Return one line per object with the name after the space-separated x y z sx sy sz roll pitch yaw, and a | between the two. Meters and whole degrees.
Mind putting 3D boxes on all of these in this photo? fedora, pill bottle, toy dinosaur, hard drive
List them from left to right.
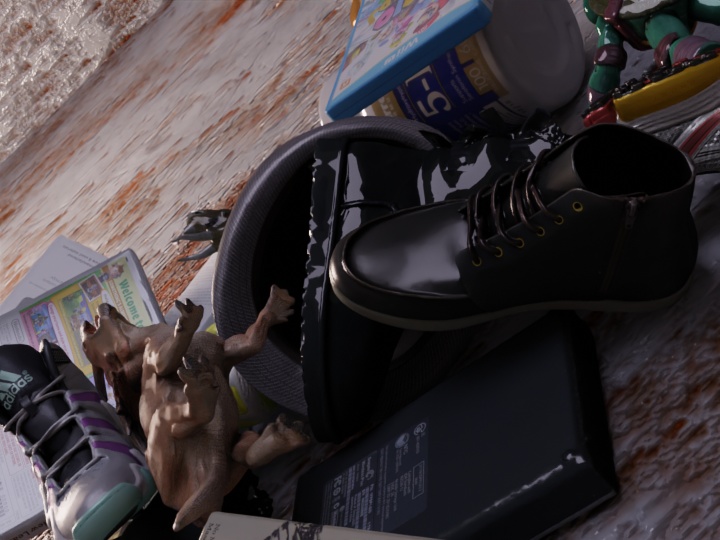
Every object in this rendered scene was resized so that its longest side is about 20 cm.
-0.099 0.088 0.763 0.136 0.085 0.201 -50 35 31 | toy dinosaur
-0.039 -0.048 0.985 0.199 0.077 0.103 -16 35 43 | toy dinosaur
0.000 0.000 0.887 0.090 0.175 0.202 45 -116 -80 | fedora
0.043 0.114 0.724 0.199 0.033 0.140 -36 23 22 | hard drive
0.064 -0.150 1.048 0.199 0.120 0.120 -23 29 44 | pill bottle

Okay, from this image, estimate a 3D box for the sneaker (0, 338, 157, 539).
-0.199 0.096 0.841 0.078 0.140 0.200 -42 13 -8 | sneaker

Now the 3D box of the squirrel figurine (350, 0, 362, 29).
0.071 -0.294 1.287 0.200 0.141 0.186 -49 28 -5 | squirrel figurine

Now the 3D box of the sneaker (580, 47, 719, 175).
0.225 -0.090 0.729 0.198 0.083 0.078 -21 7 17 | sneaker

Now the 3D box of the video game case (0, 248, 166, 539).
-0.223 0.093 1.020 0.181 0.022 0.201 -28 49 -4 | video game case

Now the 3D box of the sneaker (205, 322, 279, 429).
-0.097 0.059 0.958 0.104 0.076 0.200 -19 11 15 | sneaker

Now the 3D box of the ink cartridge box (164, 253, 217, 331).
-0.087 -0.008 1.122 0.200 0.057 0.162 -51 14 -14 | ink cartridge box

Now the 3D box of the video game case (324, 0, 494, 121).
0.047 -0.202 0.986 0.142 0.018 0.201 -30 29 33 | video game case

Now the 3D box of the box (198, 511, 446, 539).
-0.002 0.165 0.613 0.199 0.068 0.083 -7 53 46 | box

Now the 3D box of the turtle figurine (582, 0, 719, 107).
0.194 -0.154 0.864 0.150 0.101 0.200 -45 27 -2 | turtle figurine

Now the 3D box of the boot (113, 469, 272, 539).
-0.132 0.202 0.816 0.162 0.074 0.199 -34 22 15 | boot

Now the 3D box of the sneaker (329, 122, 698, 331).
0.075 -0.028 0.701 0.198 0.107 0.075 -5 57 8 | sneaker

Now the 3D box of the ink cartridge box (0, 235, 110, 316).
-0.265 0.097 1.142 0.083 0.146 0.201 23 64 25 | ink cartridge box

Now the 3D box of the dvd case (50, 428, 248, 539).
-0.163 0.169 1.012 0.199 0.022 0.147 -35 23 25 | dvd case

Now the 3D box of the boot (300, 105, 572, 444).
0.050 0.004 0.797 0.160 0.073 0.201 1 77 10 | boot
